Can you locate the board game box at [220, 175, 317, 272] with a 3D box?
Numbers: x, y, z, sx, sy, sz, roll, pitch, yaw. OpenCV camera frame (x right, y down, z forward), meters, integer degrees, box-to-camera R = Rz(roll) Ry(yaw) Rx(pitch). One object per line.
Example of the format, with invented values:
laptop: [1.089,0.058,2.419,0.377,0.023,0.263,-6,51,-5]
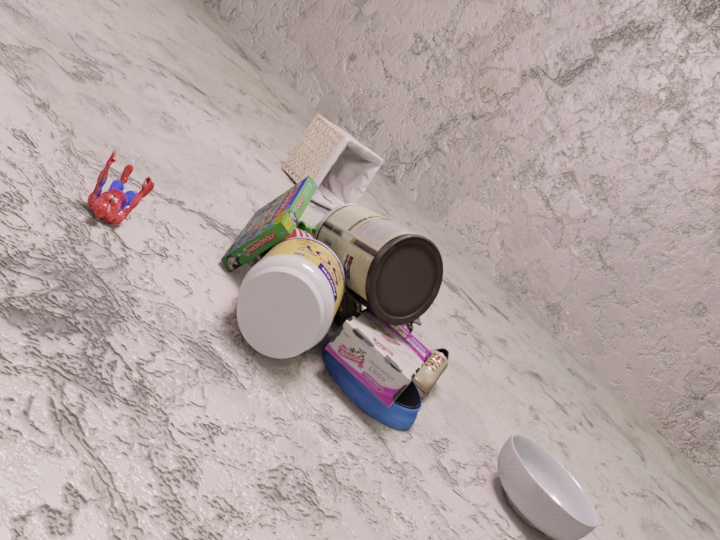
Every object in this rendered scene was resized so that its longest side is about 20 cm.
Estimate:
board game box: [-0.152,-0.083,1.267,0.029,0.133,0.201,52,24,-17]

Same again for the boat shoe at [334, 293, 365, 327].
boat shoe: [-0.039,0.045,1.413,0.058,0.073,0.201,3,30,-18]

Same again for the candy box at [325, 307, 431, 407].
candy box: [0.035,0.131,1.197,0.136,0.061,0.200,42,13,8]

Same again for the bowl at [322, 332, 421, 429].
bowl: [0.024,0.178,1.237,0.199,0.040,0.201,38,15,-12]

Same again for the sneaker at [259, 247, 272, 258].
sneaker: [-0.125,0.006,1.289,0.201,0.071,0.097,49,14,25]

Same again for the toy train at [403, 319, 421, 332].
toy train: [0.056,0.095,1.455,0.112,0.086,0.200,31,4,-2]

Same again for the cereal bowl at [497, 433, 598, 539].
cereal bowl: [0.310,0.386,1.276,0.199,0.084,0.201,38,14,-11]

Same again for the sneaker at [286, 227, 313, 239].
sneaker: [-0.146,-0.069,1.462,0.113,0.071,0.199,48,18,15]

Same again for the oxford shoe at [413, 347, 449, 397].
oxford shoe: [0.126,0.185,1.410,0.071,0.074,0.200,41,14,7]

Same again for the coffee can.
coffee can: [0.025,-0.016,1.235,0.145,0.149,0.199,29,3,-37]

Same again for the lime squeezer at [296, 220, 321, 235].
lime squeezer: [-0.100,-0.095,1.547,0.194,0.038,0.071,2,40,8]

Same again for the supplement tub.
supplement tub: [-0.102,0.038,1.103,0.145,0.146,0.200,39,14,-4]

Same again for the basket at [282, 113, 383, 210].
basket: [-0.079,-0.293,2.066,0.161,0.202,0.197,42,13,33]

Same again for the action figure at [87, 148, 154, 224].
action figure: [-0.343,-0.132,1.088,0.065,0.100,0.201,34,18,-13]

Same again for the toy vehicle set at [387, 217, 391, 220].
toy vehicle set: [0.114,-0.107,2.348,0.124,0.027,0.200,42,14,2]
